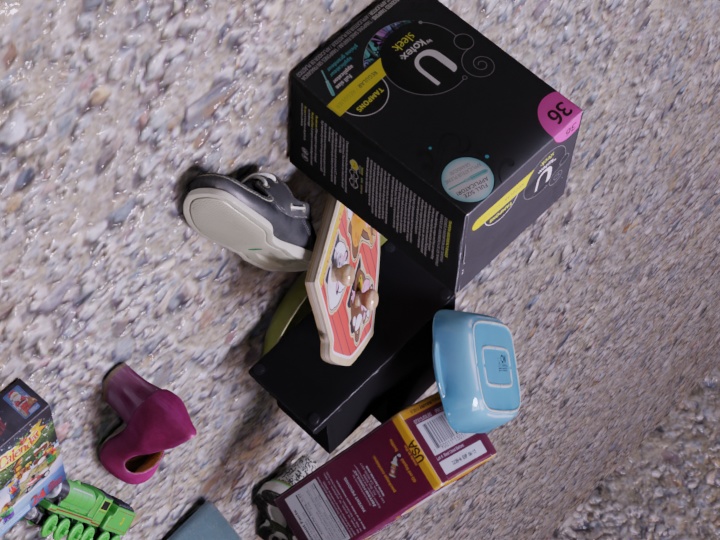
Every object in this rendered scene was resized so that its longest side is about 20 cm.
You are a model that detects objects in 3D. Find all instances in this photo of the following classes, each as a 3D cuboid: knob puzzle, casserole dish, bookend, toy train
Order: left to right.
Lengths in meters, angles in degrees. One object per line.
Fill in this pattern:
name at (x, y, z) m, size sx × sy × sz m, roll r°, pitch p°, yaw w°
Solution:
toy train at (-0.258, 0.222, 1.771) m, size 0.057 × 0.042 × 0.200 m, roll -59°, pitch 161°, yaw -6°
bookend at (-0.005, 0.101, 1.942) m, size 0.199 × 0.092 × 0.200 m, roll -43°, pitch 161°, yaw -17°
knob puzzle at (0.000, 0.000, 1.769) m, size 0.220 × 0.030 × 0.220 m, roll 4°, pitch 90°, yaw -76°
casserole dish at (0.118, 0.097, 1.890) m, size 0.039 × 0.122 × 0.200 m, roll -10°, pitch 173°, yaw 18°

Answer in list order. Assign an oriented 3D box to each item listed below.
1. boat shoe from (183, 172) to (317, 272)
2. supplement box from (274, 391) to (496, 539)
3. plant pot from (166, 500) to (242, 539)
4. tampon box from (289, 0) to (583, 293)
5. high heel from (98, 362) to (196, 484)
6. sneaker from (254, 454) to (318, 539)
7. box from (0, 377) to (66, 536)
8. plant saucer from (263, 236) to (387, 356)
boat shoe at (-0.093, -0.052, 1.634) m, size 0.200 × 0.072 × 0.068 m, roll 32°, pitch 60°, yaw -64°
supplement box at (0.024, 0.210, 1.957) m, size 0.200 × 0.086 × 0.110 m, roll -38°, pitch 169°, yaw 36°
plant pot at (-0.170, 0.406, 2.080) m, size 0.200 × 0.196 × 0.196 m, roll -38°, pitch 158°, yaw -12°
tampon box at (0.060, -0.114, 1.629) m, size 0.150 × 0.200 × 0.126 m, roll -42°, pitch 159°, yaw -24°
high heel at (-0.182, 0.162, 1.741) m, size 0.067 × 0.096 × 0.200 m, roll -40°, pitch 158°, yaw -29°
sneaker at (-0.068, 0.277, 2.248) m, size 0.089 × 0.077 × 0.200 m, roll -52°, pitch 165°, yaw -24°
box at (-0.329, 0.193, 1.559) m, size 0.200 × 0.038 × 0.137 m, roll -42°, pitch 159°, yaw -23°
plant saucer at (-0.034, 0.034, 1.941) m, size 0.200 × 0.031 × 0.200 m, roll -43°, pitch 159°, yaw -22°
